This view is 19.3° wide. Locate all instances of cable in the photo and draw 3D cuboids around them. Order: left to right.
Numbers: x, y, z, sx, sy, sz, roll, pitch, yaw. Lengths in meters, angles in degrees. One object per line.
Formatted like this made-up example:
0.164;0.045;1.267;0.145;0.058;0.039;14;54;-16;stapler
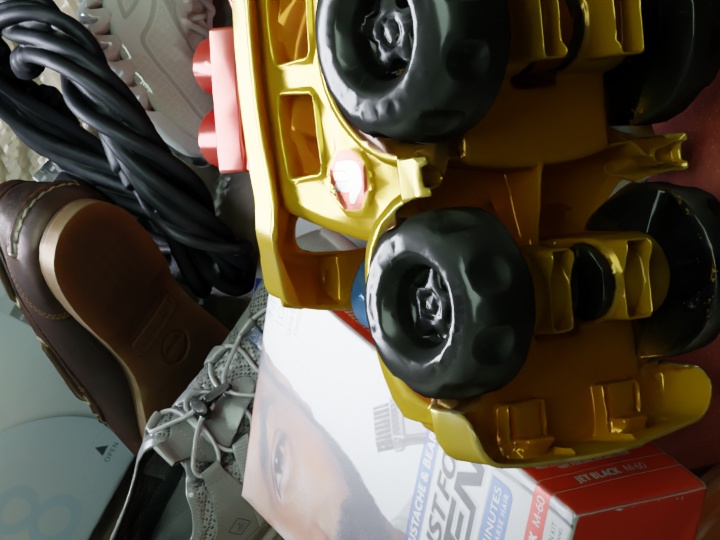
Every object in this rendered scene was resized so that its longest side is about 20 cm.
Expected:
-0.118;-0.061;1.020;0.051;0.163;0.200;-37;44;-18;cable

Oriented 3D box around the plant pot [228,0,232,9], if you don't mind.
0.067;-0.149;0.887;0.200;0.177;0.201;-4;82;33;plant pot

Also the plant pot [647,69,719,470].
0.169;-0.019;0.802;0.195;0.201;0.201;-27;69;37;plant pot

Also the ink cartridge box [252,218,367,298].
0.000;0.000;0.994;0.094;0.044;0.200;8;89;37;ink cartridge box

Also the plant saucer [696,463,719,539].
0.199;0.161;0.841;0.200;0.037;0.200;-6;80;35;plant saucer

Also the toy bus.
0.018;-0.037;0.737;0.192;0.136;0.200;-5;92;47;toy bus

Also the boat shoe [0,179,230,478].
-0.108;0.032;0.992;0.070;0.200;0.070;16;54;41;boat shoe

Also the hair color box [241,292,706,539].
0.034;0.084;0.799;0.200;0.064;0.111;39;128;49;hair color box

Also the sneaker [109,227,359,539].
-0.053;0.074;0.944;0.075;0.082;0.200;32;104;35;sneaker

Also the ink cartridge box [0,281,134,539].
-0.195;0.058;1.027;0.160;0.200;0.047;-60;39;13;ink cartridge box

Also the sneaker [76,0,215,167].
-0.103;-0.149;1.073;0.081;0.075;0.200;-24;75;10;sneaker
